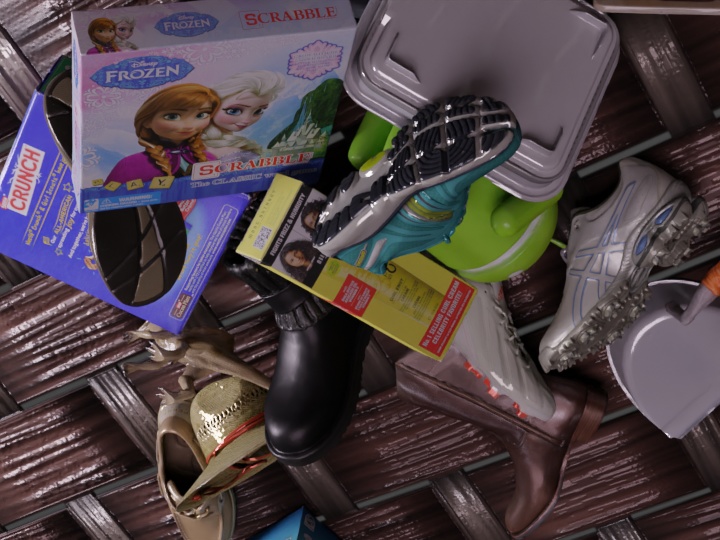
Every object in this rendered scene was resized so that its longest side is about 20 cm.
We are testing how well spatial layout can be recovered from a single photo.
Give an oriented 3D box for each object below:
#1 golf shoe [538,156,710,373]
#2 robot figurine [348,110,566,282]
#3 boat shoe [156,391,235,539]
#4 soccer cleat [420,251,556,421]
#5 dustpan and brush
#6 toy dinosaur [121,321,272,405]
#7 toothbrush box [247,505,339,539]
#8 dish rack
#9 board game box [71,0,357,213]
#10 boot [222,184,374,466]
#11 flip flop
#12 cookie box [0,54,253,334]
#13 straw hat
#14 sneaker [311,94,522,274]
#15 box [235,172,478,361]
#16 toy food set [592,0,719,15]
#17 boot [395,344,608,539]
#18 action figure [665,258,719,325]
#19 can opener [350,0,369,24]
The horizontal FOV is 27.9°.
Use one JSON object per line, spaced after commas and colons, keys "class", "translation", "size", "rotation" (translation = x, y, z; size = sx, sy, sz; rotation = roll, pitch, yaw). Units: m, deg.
{"class": "golf shoe", "translation": [0.206, -0.005, 1.241], "size": [0.097, 0.078, 0.200], "rotation": [47, 111, 27]}
{"class": "robot figurine", "translation": [0.082, -0.068, 1.186], "size": [0.175, 0.116, 0.200], "rotation": [0, 151, 48]}
{"class": "boat shoe", "translation": [-0.173, 0.218, 1.462], "size": [0.071, 0.065, 0.201], "rotation": [-3, 123, 11]}
{"class": "soccer cleat", "translation": [0.111, 0.049, 1.283], "size": [0.078, 0.069, 0.200], "rotation": [-44, 93, 5]}
{"class": "dustpan and brush", "translation": [0.255, 0.045, 1.295], "size": [0.199, 0.057, 0.140], "rotation": [35, 111, -22]}
{"class": "toy dinosaur", "translation": [-0.147, 0.077, 1.314], "size": [0.199, 0.101, 0.059], "rotation": [23, 121, 31]}
{"class": "toothbrush box", "translation": [-0.096, 0.361, 1.465], "size": [0.146, 0.201, 0.085], "rotation": [-34, 113, 26]}
{"class": "dish rack", "translation": [0.100, -0.166, 1.104], "size": [0.199, 0.173, 0.044], "rotation": [28, 163, -8]}
{"class": "board game box", "translation": [-0.115, -0.123, 1.086], "size": [0.198, 0.041, 0.200], "rotation": [-9, 151, -15]}
{"class": "boot", "translation": [-0.060, 0.042, 1.230], "size": [0.079, 0.212, 0.158], "rotation": [1, 151, 31]}
{"class": "flip flop", "translation": [-0.203, -0.069, 1.190], "size": [0.081, 0.058, 0.201], "rotation": [-26, 102, -13]}
{"class": "cookie box", "translation": [-0.210, -0.064, 1.271], "size": [0.199, 0.075, 0.172], "rotation": [26, 122, -9]}
{"class": "straw hat", "translation": [-0.115, 0.143, 1.371], "size": [0.201, 0.201, 0.085], "rotation": [-37, 78, 28]}
{"class": "sneaker", "translation": [0.049, -0.061, 1.077], "size": [0.079, 0.078, 0.200], "rotation": [31, 136, -27]}
{"class": "box", "translation": [0.000, 0.000, 1.184], "size": [0.199, 0.050, 0.076], "rotation": [31, 86, -32]}
{"class": "toy food set", "translation": [0.245, -0.284, 1.062], "size": [0.142, 0.061, 0.201], "rotation": [2, 123, 7]}
{"class": "boot", "translation": [0.107, 0.148, 1.372], "size": [0.199, 0.064, 0.187], "rotation": [21, 111, -10]}
{"class": "action figure", "translation": [0.375, 0.009, 1.187], "size": [0.199, 0.105, 0.194], "rotation": [28, 131, -3]}
{"class": "can opener", "translation": [0.030, -0.191, 1.160], "size": [0.198, 0.067, 0.053], "rotation": [16, 122, 4]}
